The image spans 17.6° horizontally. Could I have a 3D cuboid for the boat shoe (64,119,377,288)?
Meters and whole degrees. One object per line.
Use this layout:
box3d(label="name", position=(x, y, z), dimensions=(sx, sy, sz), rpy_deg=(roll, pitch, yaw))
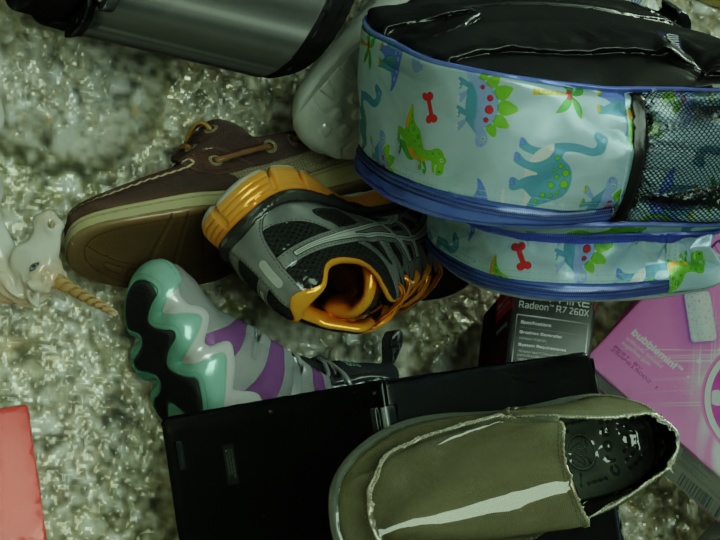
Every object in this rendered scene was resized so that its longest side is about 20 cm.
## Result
box3d(label="boat shoe", position=(-0.075, -0.045, 1.271), dimensions=(0.200, 0.072, 0.072), rpy_deg=(-14, 58, -25))

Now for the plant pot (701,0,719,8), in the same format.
box3d(label="plant pot", position=(0.270, -0.270, 1.424), dimensions=(0.200, 0.142, 0.200), rpy_deg=(4, 80, -25))

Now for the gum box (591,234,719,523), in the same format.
box3d(label="gum box", position=(0.223, 0.078, 1.301), dimensions=(0.200, 0.066, 0.114), rpy_deg=(41, 73, 13))

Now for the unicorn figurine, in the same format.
box3d(label="unicorn figurine", position=(-0.222, -0.053, 1.198), dimensions=(0.200, 0.074, 0.137), rpy_deg=(4, 89, -11))

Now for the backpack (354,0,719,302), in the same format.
box3d(label="backpack", position=(0.099, -0.064, 1.204), dimensions=(0.200, 0.183, 0.147), rpy_deg=(2, 105, -22))

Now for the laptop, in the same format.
box3d(label="laptop", position=(0.023, 0.151, 1.198), dimensions=(0.116, 0.200, 0.187), rpy_deg=(3, 77, -66))

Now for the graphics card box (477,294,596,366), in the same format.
box3d(label="graphics card box", position=(0.088, 0.110, 1.283), dimensions=(0.051, 0.125, 0.200), rpy_deg=(7, 79, -5))

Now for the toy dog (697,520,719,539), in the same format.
box3d(label="toy dog", position=(0.233, 0.132, 1.374), dimensions=(0.200, 0.096, 0.132), rpy_deg=(-55, 147, -30))

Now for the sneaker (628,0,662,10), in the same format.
box3d(label="sneaker", position=(0.140, -0.154, 1.361), dimensions=(0.088, 0.075, 0.200), rpy_deg=(8, 88, -32))

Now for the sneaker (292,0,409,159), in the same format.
box3d(label="sneaker", position=(0.030, -0.134, 1.301), dimensions=(0.200, 0.080, 0.076), rpy_deg=(-41, 130, -23))

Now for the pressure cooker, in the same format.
box3d(label="pressure cooker", position=(-0.106, -0.198, 1.212), dimensions=(0.200, 0.176, 0.179), rpy_deg=(12, 84, -23))

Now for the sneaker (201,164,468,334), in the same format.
box3d(label="sneaker", position=(0.000, 0.000, 1.254), dimensions=(0.200, 0.078, 0.077), rpy_deg=(5, 44, -49))

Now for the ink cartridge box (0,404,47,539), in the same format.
box3d(label="ink cartridge box", position=(-0.240, 0.164, 1.163), dimensions=(0.200, 0.045, 0.176), rpy_deg=(-7, 86, -27))

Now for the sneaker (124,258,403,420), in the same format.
box3d(label="sneaker", position=(-0.034, 0.059, 1.268), dimensions=(0.140, 0.078, 0.200), rpy_deg=(-35, 107, -28))

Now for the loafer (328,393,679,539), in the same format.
box3d(label="loafer", position=(0.074, 0.097, 1.133), dimensions=(0.200, 0.070, 0.075), rpy_deg=(-17, 90, -33))
